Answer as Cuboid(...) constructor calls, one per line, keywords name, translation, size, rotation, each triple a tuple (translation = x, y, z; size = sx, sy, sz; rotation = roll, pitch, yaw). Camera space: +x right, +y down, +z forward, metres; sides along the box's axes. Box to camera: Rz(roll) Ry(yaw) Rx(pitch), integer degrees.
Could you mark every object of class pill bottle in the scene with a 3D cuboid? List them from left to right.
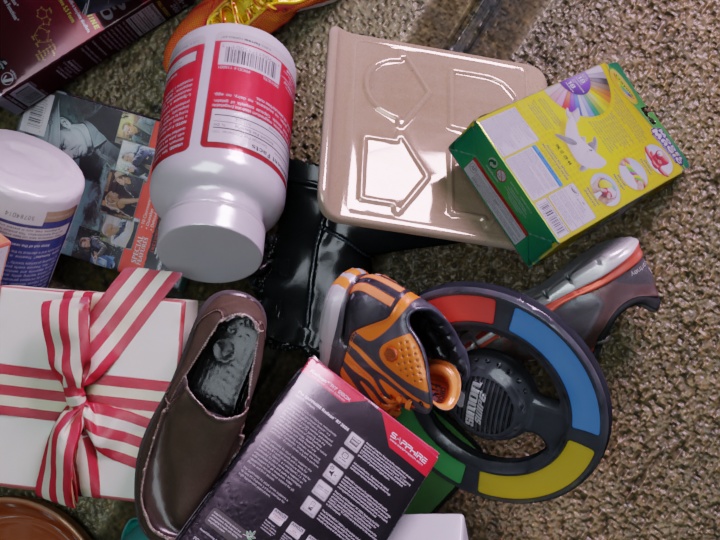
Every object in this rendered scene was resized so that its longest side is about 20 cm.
Cuboid(name="pill bottle", translation=(-0.325, -0.014, 1.059), size=(0.111, 0.111, 0.201), rotation=(33, 116, 11))
Cuboid(name="pill bottle", translation=(-0.114, -0.096, 0.998), size=(0.111, 0.112, 0.201), rotation=(-4, 57, 11))

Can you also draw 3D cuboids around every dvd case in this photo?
Cuboid(name="dvd case", translation=(-0.234, -0.078, 1.108), size=(0.199, 0.022, 0.147), rotation=(16, 91, 11))

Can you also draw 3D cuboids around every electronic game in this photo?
Cuboid(name="electronic game", translation=(0.103, 0.100, 0.959), size=(0.199, 0.042, 0.201), rotation=(15, 123, 24))

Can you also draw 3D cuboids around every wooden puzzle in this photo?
Cuboid(name="wooden puzzle", translation=(0.061, -0.100, 0.978), size=(0.199, 0.046, 0.186), rotation=(11, 59, -13))

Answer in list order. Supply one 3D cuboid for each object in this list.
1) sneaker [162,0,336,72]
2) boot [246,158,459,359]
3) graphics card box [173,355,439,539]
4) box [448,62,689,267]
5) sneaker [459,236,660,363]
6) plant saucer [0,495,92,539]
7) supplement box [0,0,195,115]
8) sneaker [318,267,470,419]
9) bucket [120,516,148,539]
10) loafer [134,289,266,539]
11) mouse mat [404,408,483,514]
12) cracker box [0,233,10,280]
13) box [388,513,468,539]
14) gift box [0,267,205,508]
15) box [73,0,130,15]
Cuboid(name="sneaker", translation=(-0.096, -0.236, 1.056), size=(0.199, 0.077, 0.073), rotation=(-34, 84, 10))
Cuboid(name="boot", translation=(0.000, 0.000, 1.032), size=(0.197, 0.073, 0.164), rotation=(12, 93, 11))
Cuboid(name="graphics card box", translation=(-0.045, 0.176, 0.858), size=(0.125, 0.051, 0.200), rotation=(37, 57, -3))
Cuboid(name="box", translation=(0.174, -0.093, 0.965), size=(0.118, 0.199, 0.048), rotation=(57, 143, 8))
Cuboid(name="sneaker", translation=(0.159, 0.054, 0.997), size=(0.199, 0.077, 0.082), rotation=(-32, 97, 16))
Cuboid(name="plant saucer", translation=(-0.320, 0.308, 1.108), size=(0.199, 0.032, 0.202), rotation=(0, 88, 11))
Cuboid(name="supplement box", translation=(-0.264, -0.242, 1.088), size=(0.199, 0.061, 0.109), rotation=(-33, 82, 1))
Cuboid(name="sneaker", translation=(0.021, 0.104, 0.943), size=(0.112, 0.077, 0.201), rotation=(22, 126, 30))
Cuboid(name="bucket", translation=(-0.139, 0.292, 0.990), size=(0.207, 0.207, 0.135), rotation=(42, 91, 10))
Cuboid(name="loafer", translation=(-0.121, 0.111, 0.896), size=(0.073, 0.071, 0.201), rotation=(14, 86, -10))
Cuboid(name="mouse mat", translation=(-0.013, 0.179, 1.036), size=(0.161, 0.008, 0.200), rotation=(42, 95, -9))
Cuboid(name="cracker box", translation=(-0.374, 0.027, 0.998), size=(0.134, 0.058, 0.201), rotation=(35, 120, 19))
Cuboid(name="box", translation=(0.042, 0.299, 0.935), size=(0.097, 0.125, 0.201), rotation=(-3, 131, 12))
Cuboid(name="gift box", translation=(-0.192, 0.093, 1.009), size=(0.199, 0.187, 0.186), rotation=(-1, 88, 13))
Cuboid(name="box", translation=(-0.155, -0.318, 0.992), size=(0.199, 0.148, 0.107), rotation=(-27, 82, -26))
